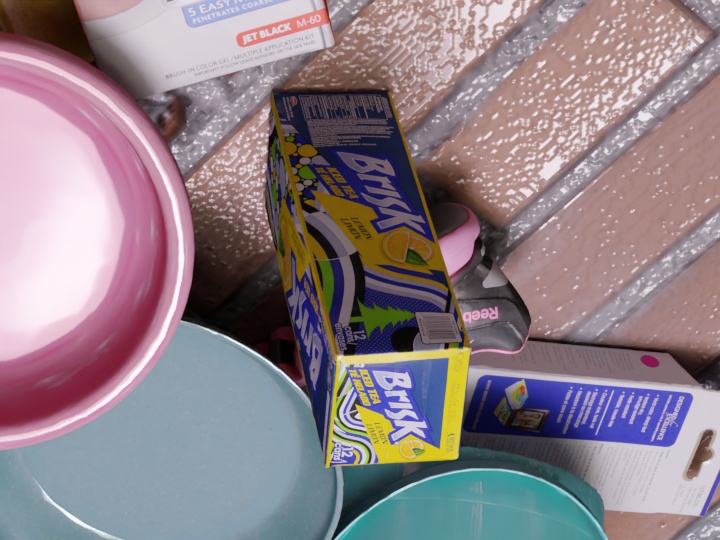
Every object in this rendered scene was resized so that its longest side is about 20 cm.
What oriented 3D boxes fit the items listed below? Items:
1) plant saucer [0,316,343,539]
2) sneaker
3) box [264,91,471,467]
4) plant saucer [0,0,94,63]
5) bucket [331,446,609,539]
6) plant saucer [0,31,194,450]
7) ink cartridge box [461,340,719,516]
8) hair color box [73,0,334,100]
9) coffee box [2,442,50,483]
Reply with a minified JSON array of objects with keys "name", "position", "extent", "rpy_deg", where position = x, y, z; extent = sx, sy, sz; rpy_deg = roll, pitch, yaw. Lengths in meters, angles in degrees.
[{"name":"plant saucer","position":[-0.105,0.092,1.206],"extent":[0.198,0.036,0.201],"rpy_deg":[4,126,5]},{"name":"sneaker","position":[0.004,0.057,1.241],"extent":[0.200,0.079,0.095],"rpy_deg":[-38,109,20]},{"name":"box","position":[0.000,0.000,1.125],"extent":[0.064,0.201,0.070],"rpy_deg":[-3,129,-10]},{"name":"plant saucer","position":[-0.235,-0.133,1.070],"extent":[0.198,0.049,0.201],"rpy_deg":[-17,131,2]},{"name":"bucket","position":[0.043,0.186,1.285],"extent":[0.205,0.136,0.208],"rpy_deg":[3,156,1]},{"name":"plant saucer","position":[-0.175,-0.017,1.089],"extent":[0.199,0.051,0.202],"rpy_deg":[-2,114,-5]},{"name":"ink cartridge box","position":[0.110,0.086,1.326],"extent":[0.198,0.037,0.095],"rpy_deg":[7,126,-14]},{"name":"hair color box","position":[-0.088,-0.179,1.053],"extent":[0.110,0.064,0.201],"rpy_deg":[-15,129,2]},{"name":"coffee box","position":[-0.166,0.052,1.236],"extent":[0.122,0.044,0.201],"rpy_deg":[-1,129,-10]}]
